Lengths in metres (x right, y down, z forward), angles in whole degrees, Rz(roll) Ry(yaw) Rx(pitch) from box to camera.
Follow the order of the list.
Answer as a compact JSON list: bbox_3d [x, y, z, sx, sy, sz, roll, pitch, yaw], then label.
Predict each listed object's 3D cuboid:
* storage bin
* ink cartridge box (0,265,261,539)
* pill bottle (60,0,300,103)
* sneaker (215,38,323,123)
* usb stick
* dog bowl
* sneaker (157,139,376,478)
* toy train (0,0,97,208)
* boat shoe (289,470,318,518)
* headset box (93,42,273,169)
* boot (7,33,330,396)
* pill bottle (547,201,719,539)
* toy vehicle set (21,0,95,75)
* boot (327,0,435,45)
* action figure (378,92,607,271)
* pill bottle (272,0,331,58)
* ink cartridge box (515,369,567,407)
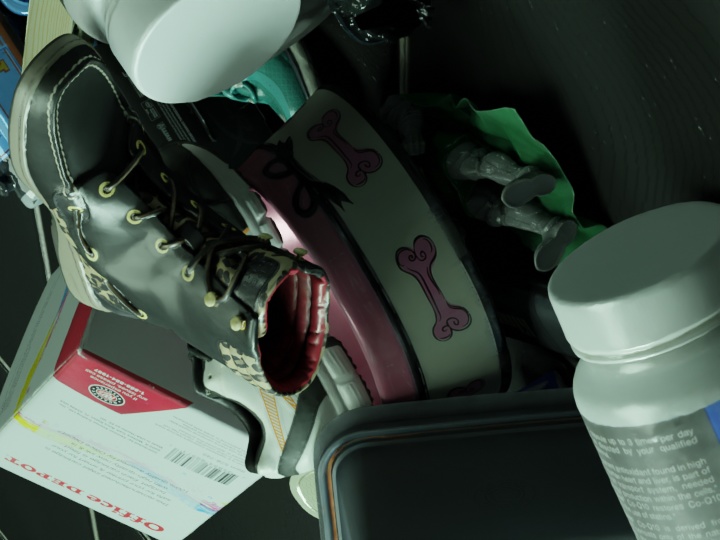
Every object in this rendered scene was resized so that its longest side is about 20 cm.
[{"bbox_3d":[0.077,0.158,1.523,0.134,0.199,0.146,-91,-4,-67],"label":"storage bin"},{"bbox_3d":[-0.121,0.055,1.780,0.145,0.145,0.200,27,150,-14],"label":"ink cartridge box"},{"bbox_3d":[-0.119,-0.188,1.482,0.200,0.114,0.114,56,162,27],"label":"pill bottle"},{"bbox_3d":[-0.085,-0.125,1.745,0.200,0.080,0.078,40,154,40],"label":"sneaker"},{"bbox_3d":[0.092,0.019,1.605,0.055,0.033,0.200,45,167,-25],"label":"usb stick"},{"bbox_3d":[0.000,0.000,1.613,0.200,0.074,0.200,54,167,19],"label":"dog bowl"},{"bbox_3d":[-0.067,0.023,1.579,0.200,0.080,0.074,61,170,1],"label":"sneaker"},{"bbox_3d":[-0.241,-0.134,2.054,0.200,0.114,0.087,57,161,2],"label":"toy train"},{"bbox_3d":[0.056,0.096,1.673,0.200,0.068,0.072,-9,125,25],"label":"boat shoe"},{"bbox_3d":[-0.107,-0.062,1.879,0.149,0.075,0.200,57,162,26],"label":"headset box"},{"bbox_3d":[-0.095,-0.023,1.475,0.150,0.073,0.200,28,149,27],"label":"boot"},{"bbox_3d":[0.170,0.075,1.389,0.114,0.114,0.200,17,137,61],"label":"pill bottle"},{"bbox_3d":[-0.175,-0.166,1.743,0.200,0.026,0.125,-84,4,-61],"label":"toy vehicle set"},{"bbox_3d":[-0.022,-0.218,1.451,0.168,0.076,0.200,52,167,25],"label":"boot"},{"bbox_3d":[0.053,-0.054,1.571,0.200,0.055,0.118,30,150,60],"label":"action figure"},{"bbox_3d":[-0.109,-0.205,1.627,0.200,0.113,0.113,56,161,3],"label":"pill bottle"},{"bbox_3d":[0.121,0.162,1.623,0.200,0.094,0.044,57,-170,-20],"label":"ink cartridge box"}]
